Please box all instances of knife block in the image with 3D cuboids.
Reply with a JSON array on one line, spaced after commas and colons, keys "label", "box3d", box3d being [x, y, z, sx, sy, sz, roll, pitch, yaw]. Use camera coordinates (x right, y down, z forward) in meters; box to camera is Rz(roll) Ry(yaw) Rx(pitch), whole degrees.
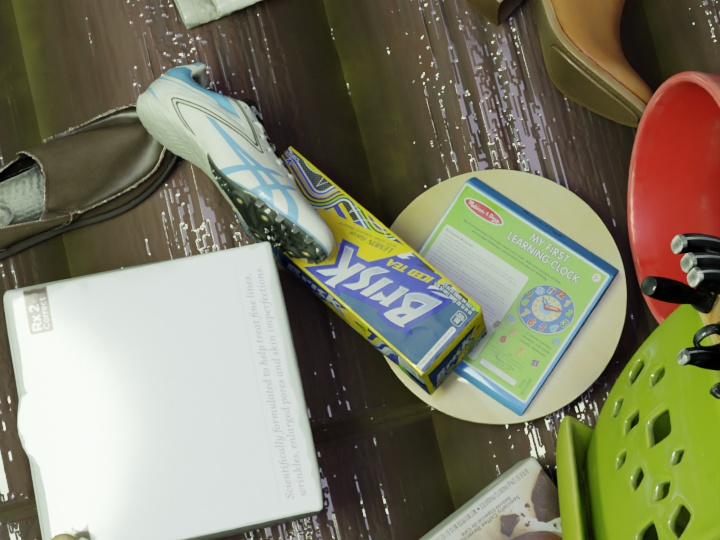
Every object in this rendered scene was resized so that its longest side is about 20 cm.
[{"label": "knife block", "box3d": [0.264, 0.019, 1.005, 0.176, 0.200, 0.064, 44, 123, -7]}]

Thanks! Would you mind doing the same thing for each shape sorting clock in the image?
[{"label": "shape sorting clock", "box3d": [0.106, 0.020, 1.189, 0.199, 0.039, 0.201, -1, 81, 9]}]

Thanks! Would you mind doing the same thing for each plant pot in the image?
[{"label": "plant pot", "box3d": [0.249, 0.169, 1.057, 0.199, 0.181, 0.200, 31, 37, -26]}, {"label": "plant pot", "box3d": [0.317, -0.050, 1.141, 0.176, 0.200, 0.202, -3, 81, -14]}]

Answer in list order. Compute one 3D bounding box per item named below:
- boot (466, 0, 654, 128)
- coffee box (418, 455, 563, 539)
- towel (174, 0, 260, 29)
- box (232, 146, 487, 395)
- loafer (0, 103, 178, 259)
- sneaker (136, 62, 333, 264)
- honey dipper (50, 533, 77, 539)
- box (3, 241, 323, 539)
[{"label": "boot", "box3d": [0.194, -0.223, 1.222, 0.200, 0.077, 0.155, 41, 78, 12]}, {"label": "coffee box", "box3d": [0.141, 0.252, 1.133, 0.113, 0.080, 0.200, -37, 84, -8]}, {"label": "towel", "box3d": [-0.090, -0.313, 1.238, 0.199, 0.035, 0.194, -23, 83, -5]}, {"label": "box", "box3d": [0.000, 0.000, 1.155, 0.200, 0.064, 0.070, 41, 82, 18]}, {"label": "loafer", "box3d": [-0.228, -0.067, 1.176, 0.199, 0.071, 0.073, -32, 83, -6]}, {"label": "sneaker", "box3d": [-0.084, -0.083, 1.128, 0.072, 0.072, 0.200, -40, 67, -14]}, {"label": "honey dipper", "box3d": [-0.183, 0.243, 1.070, 0.038, 0.201, 0.038, -4, 49, 4]}, {"label": "box", "box3d": [-0.140, 0.101, 1.123, 0.199, 0.131, 0.200, -11, 82, -3]}]
